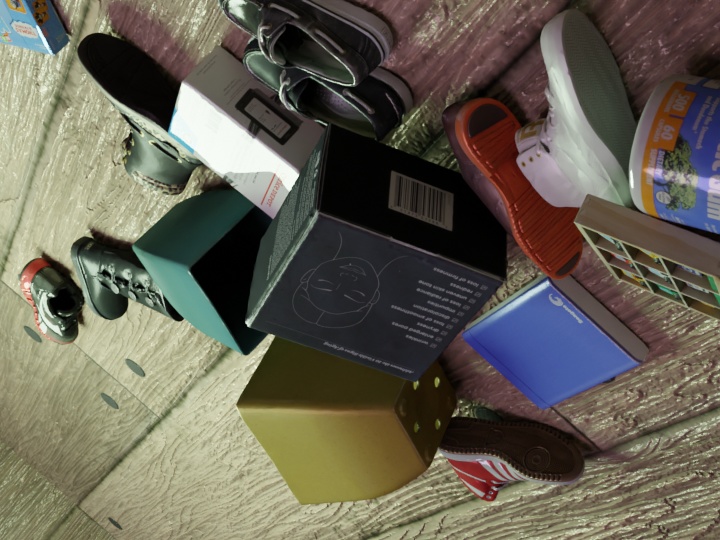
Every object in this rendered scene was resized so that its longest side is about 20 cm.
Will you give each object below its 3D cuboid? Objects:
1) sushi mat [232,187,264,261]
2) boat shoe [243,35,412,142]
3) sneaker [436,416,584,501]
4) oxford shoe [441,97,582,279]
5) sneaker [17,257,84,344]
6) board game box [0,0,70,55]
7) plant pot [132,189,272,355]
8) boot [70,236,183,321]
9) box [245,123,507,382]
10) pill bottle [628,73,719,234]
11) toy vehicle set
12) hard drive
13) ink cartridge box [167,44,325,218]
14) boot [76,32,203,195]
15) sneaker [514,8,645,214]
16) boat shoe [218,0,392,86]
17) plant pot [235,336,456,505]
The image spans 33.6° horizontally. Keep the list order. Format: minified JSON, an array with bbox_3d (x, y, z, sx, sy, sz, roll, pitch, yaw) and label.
[{"bbox_3d":[-0.120,-0.029,1.527,0.095,0.012,0.201,32,149,17],"label":"sushi mat"},{"bbox_3d":[-0.045,-0.183,1.184,0.198,0.060,0.076,20,146,30],"label":"boat shoe"},{"bbox_3d":[0.195,0.244,1.490,0.198,0.072,0.113,10,146,33],"label":"sneaker"},{"bbox_3d":[0.144,-0.079,1.124,0.201,0.071,0.073,57,166,-21],"label":"oxford shoe"},{"bbox_3d":[-0.516,0.069,2.048,0.097,0.071,0.202,26,147,26],"label":"sneaker"},{"bbox_3d":[-0.445,-0.357,1.421,0.150,0.037,0.201,18,143,33],"label":"board game box"},{"bbox_3d":[-0.183,-0.013,1.479,0.199,0.141,0.142,15,143,49],"label":"plant pot"},{"bbox_3d":[-0.336,0.035,1.818,0.198,0.066,0.166,14,144,30],"label":"boot"},{"bbox_3d":[0.015,-0.011,1.185,0.198,0.125,0.197,19,138,-15],"label":"box"},{"bbox_3d":[0.310,-0.073,0.881,0.198,0.112,0.113,18,145,33],"label":"pill bottle"},{"bbox_3d":[0.263,-0.005,1.022,0.123,0.027,0.200,24,176,26],"label":"toy vehicle set"},{"bbox_3d":[0.205,0.079,1.295,0.132,0.025,0.200,42,151,-3],"label":"hard drive"},{"bbox_3d":[-0.108,-0.137,1.310,0.199,0.068,0.116,39,151,1],"label":"ink cartridge box"},{"bbox_3d":[-0.264,-0.180,1.430,0.199,0.074,0.151,36,151,-6],"label":"boot"},{"bbox_3d":[0.168,-0.125,1.010,0.115,0.074,0.201,3,136,42],"label":"sneaker"},{"bbox_3d":[-0.066,-0.230,1.132,0.198,0.071,0.073,22,147,29],"label":"boat shoe"},{"bbox_3d":[0.002,0.163,1.488,0.198,0.195,0.197,-3,131,34],"label":"plant pot"}]
